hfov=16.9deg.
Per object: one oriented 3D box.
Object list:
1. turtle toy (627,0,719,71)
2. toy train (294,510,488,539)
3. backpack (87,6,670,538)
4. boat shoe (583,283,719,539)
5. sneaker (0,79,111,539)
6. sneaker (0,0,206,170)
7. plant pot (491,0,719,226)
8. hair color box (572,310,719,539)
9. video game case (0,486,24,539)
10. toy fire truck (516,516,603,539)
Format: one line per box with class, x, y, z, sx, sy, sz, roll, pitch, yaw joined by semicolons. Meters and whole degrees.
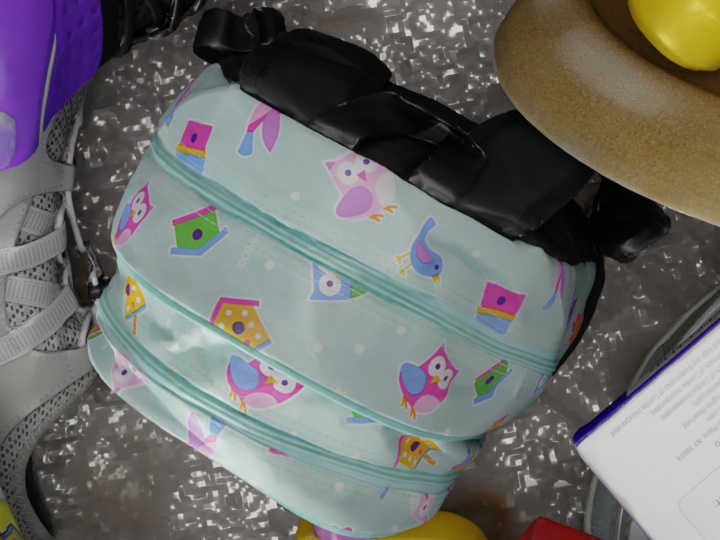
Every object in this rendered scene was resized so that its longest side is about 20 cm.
turtle toy;0.105;-0.159;0.663;0.101;0.200;0.146;33;123;-19
toy train;0.015;0.139;0.813;0.200;0.056;0.150;23;118;-4
backpack;0.000;0.000;0.727;0.167;0.200;0.127;22;96;3
boat shoe;0.142;0.027;0.781;0.074;0.065;0.202;40;99;3
sneaker;-0.112;0.005;0.812;0.082;0.075;0.200;16;106;-4
sneaker;-0.067;-0.107;0.749;0.099;0.200;0.070;14;140;-4
plant pot;0.139;-0.059;0.712;0.200;0.200;0.028;12;117;5
hair color box;0.169;0.090;0.718;0.109;0.065;0.200;-41;84;8
video game case;-0.161;0.153;0.773;0.200;0.025;0.181;-42;65;33
toy fire truck;0.074;0.187;0.769;0.141;0.049;0.200;22;120;-1
